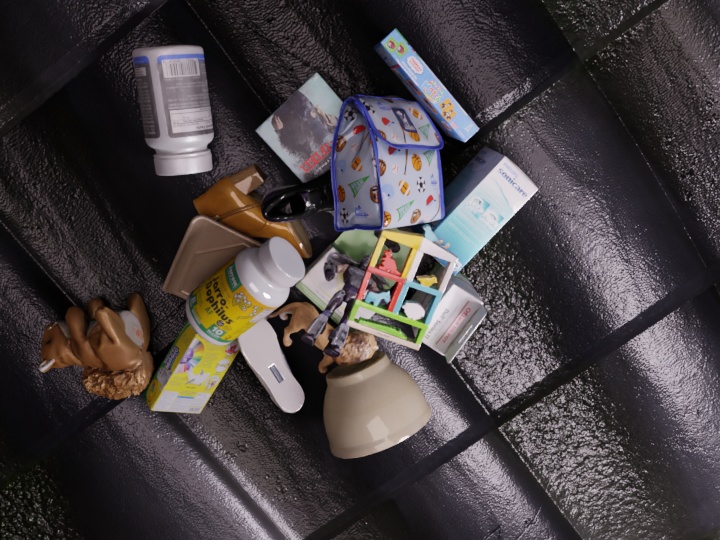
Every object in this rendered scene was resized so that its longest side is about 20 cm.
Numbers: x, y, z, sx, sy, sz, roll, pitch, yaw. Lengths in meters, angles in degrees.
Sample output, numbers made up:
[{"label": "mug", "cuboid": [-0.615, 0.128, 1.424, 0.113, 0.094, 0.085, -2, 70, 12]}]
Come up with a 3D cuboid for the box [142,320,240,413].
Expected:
[{"label": "box", "cuboid": [-0.300, 0.170, 1.235, 0.117, 0.048, 0.200, 19, 110, -50]}]

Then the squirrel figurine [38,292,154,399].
[{"label": "squirrel figurine", "cuboid": [-0.477, 0.154, 1.211, 0.186, 0.142, 0.201, -17, 103, 9]}]

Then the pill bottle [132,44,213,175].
[{"label": "pill bottle", "cuboid": [-0.304, -0.263, 1.109, 0.113, 0.114, 0.201, -4, 106, -1]}]

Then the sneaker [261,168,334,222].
[{"label": "sneaker", "cuboid": [-0.067, -0.120, 1.105, 0.199, 0.088, 0.076, -21, 104, 1]}]

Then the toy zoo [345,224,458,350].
[{"label": "toy zoo", "cuboid": [0.071, 0.018, 1.082, 0.130, 0.020, 0.201, 19, 106, -6]}]

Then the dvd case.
[{"label": "dvd case", "cuboid": [-0.058, -0.211, 1.140, 0.146, 0.022, 0.200, -40, 103, 8]}]

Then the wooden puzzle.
[{"label": "wooden puzzle", "cuboid": [-0.234, 0.006, 1.206, 0.199, 0.037, 0.185, 24, 123, -14]}]

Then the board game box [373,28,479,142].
[{"label": "board game box", "cuboid": [0.103, -0.300, 1.096, 0.037, 0.151, 0.200, -41, 104, 7]}]

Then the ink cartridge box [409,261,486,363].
[{"label": "ink cartridge box", "cuboid": [0.146, 0.067, 1.176, 0.067, 0.200, 0.117, 33, 102, -11]}]

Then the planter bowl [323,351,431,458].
[{"label": "planter bowl", "cuboid": [0.014, 0.232, 1.229, 0.199, 0.200, 0.135, -22, 95, 4]}]

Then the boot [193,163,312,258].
[{"label": "boot", "cuboid": [-0.192, -0.076, 1.197, 0.144, 0.071, 0.202, -32, 102, 13]}]

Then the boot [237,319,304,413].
[{"label": "boot", "cuboid": [-0.177, 0.174, 1.253, 0.072, 0.090, 0.201, -27, 92, -21]}]

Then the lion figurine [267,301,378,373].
[{"label": "lion figurine", "cuboid": [-0.072, 0.110, 1.209, 0.199, 0.073, 0.123, 33, 138, -9]}]

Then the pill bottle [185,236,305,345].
[{"label": "pill bottle", "cuboid": [-0.191, 0.032, 1.131, 0.200, 0.113, 0.113, -35, 105, 25]}]

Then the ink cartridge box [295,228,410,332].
[{"label": "ink cartridge box", "cuboid": [0.000, 0.000, 1.232, 0.145, 0.048, 0.200, 43, 102, -12]}]

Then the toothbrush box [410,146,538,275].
[{"label": "toothbrush box", "cuboid": [0.189, -0.107, 1.158, 0.085, 0.146, 0.200, 40, 99, -13]}]

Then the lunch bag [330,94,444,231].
[{"label": "lunch bag", "cuboid": [0.045, -0.169, 1.050, 0.123, 0.169, 0.201, 0, 97, 41]}]

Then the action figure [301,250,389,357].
[{"label": "action figure", "cuboid": [-0.022, 0.049, 1.159, 0.130, 0.069, 0.201, 27, 68, 3]}]

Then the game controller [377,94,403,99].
[{"label": "game controller", "cuboid": [-0.013, -0.238, 1.159, 0.199, 0.042, 0.105, -10, 90, 1]}]
